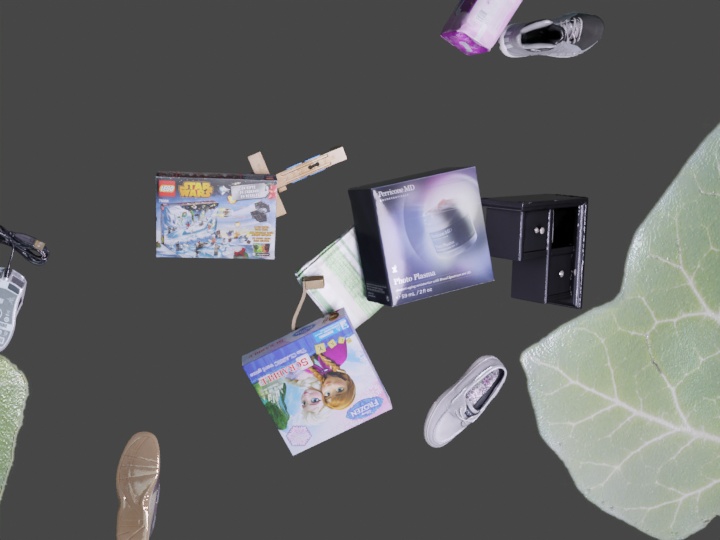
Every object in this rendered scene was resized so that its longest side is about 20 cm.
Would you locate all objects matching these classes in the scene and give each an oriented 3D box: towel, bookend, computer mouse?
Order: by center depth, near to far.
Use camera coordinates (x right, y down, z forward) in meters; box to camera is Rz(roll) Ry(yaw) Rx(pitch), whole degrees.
[{"bbox_3d":[-0.579,0.033,1.537,0.108,0.044,0.203,19,89,-20],"label":"computer mouse"},{"bbox_3d":[0.299,-0.028,1.656,0.198,0.091,0.202,-6,102,-44],"label":"bookend"},{"bbox_3d":[0.000,0.000,1.675,0.199,0.031,0.150,-40,108,-6],"label":"towel"}]

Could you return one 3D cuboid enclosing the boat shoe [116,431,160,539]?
[{"bbox_3d":[-0.377,0.377,1.626,0.071,0.065,0.203,2,80,-4],"label":"boat shoe"}]

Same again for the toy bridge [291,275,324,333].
[{"bbox_3d":[-0.084,0.108,1.653,0.066,0.027,0.203,-5,111,2],"label":"toy bridge"}]

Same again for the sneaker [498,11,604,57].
[{"bbox_3d":[0.346,-0.402,1.640,0.197,0.115,0.076,-12,102,-10],"label":"sneaker"}]

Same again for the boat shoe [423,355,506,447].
[{"bbox_3d":[0.193,0.244,1.733,0.200,0.068,0.072,-44,105,-3],"label":"boat shoe"}]

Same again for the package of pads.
[{"bbox_3d":[0.224,-0.463,1.600,0.075,0.120,0.201,31,91,-15],"label":"package of pads"}]

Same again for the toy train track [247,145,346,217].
[{"bbox_3d":[-0.119,-0.164,1.608,0.198,0.033,0.116,-22,113,0],"label":"toy train track"}]

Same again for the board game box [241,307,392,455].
[{"bbox_3d":[-0.073,0.194,1.646,0.198,0.041,0.201,-26,112,4],"label":"board game box"}]

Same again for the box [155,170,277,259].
[{"bbox_3d":[-0.238,-0.091,1.577,0.197,0.040,0.139,1,110,-9],"label":"box"}]

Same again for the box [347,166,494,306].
[{"bbox_3d":[0.102,-0.061,1.617,0.198,0.123,0.201,-14,97,-20],"label":"box"}]
